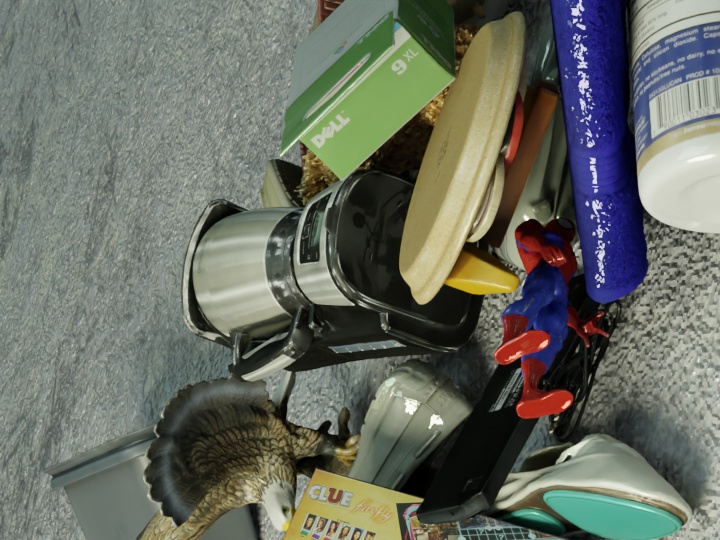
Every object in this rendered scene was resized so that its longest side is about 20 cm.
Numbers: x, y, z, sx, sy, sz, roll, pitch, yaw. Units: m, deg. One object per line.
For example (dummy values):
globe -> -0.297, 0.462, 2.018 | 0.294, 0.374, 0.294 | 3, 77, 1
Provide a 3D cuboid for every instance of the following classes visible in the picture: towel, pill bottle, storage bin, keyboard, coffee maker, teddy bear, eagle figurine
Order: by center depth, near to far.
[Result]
pill bottle -> 0.212, -0.133, 1.031 | 0.111, 0.110, 0.202 | -31, 52, 51
towel -> 0.148, -0.098, 1.074 | 0.148, 0.049, 0.202 | -84, -15, -67
keyboard -> 0.114, 0.084, 1.129 | 0.104, 0.040, 0.201 | -24, 29, 57
coffee maker -> 0.000, 0.000, 1.262 | 0.199, 0.191, 0.136 | -10, 87, 51
teddy bear -> 0.037, -0.098, 1.285 | 0.199, 0.145, 0.067 | -32, 71, 25
eagle figurine -> -0.090, 0.151, 1.303 | 0.151, 0.198, 0.153 | -177, 83, -66
storage bin -> -0.168, 0.203, 1.545 | 0.200, 0.145, 0.135 | -24, 85, 54

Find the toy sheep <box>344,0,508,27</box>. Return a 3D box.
toy sheep -> 0.049, -0.220, 1.339 | 0.200, 0.137, 0.139 | -179, 102, -74

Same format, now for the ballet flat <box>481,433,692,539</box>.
ballet flat -> 0.135, 0.135, 1.109 | 0.200, 0.069, 0.070 | -23, 58, 56

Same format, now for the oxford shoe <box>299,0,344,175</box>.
oxford shoe -> -0.015, -0.150, 1.496 | 0.075, 0.070, 0.202 | 127, 152, -75

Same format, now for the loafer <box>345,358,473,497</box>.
loafer -> 0.026, 0.154, 1.274 | 0.070, 0.070, 0.201 | 32, 130, 17

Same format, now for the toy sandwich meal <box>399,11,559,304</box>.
toy sandwich meal -> 0.082, -0.062, 1.081 | 0.205, 0.070, 0.207 | -161, 90, -84

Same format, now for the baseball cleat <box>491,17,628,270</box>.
baseball cleat -> 0.122, -0.103, 1.215 | 0.106, 0.069, 0.202 | 19, 94, 60

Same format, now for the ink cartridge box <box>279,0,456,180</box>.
ink cartridge box -> 0.007, -0.128, 1.156 | 0.104, 0.059, 0.200 | -41, 18, 19

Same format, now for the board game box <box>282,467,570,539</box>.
board game box -> 0.034, 0.213, 1.111 | 0.199, 0.035, 0.136 | 13, 62, 27

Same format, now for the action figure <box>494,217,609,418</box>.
action figure -> 0.117, 0.016, 1.088 | 0.051, 0.066, 0.200 | -22, 22, 17

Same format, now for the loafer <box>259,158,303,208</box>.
loafer -> -0.046, -0.019, 1.465 | 0.068, 0.075, 0.201 | -54, 37, 24
